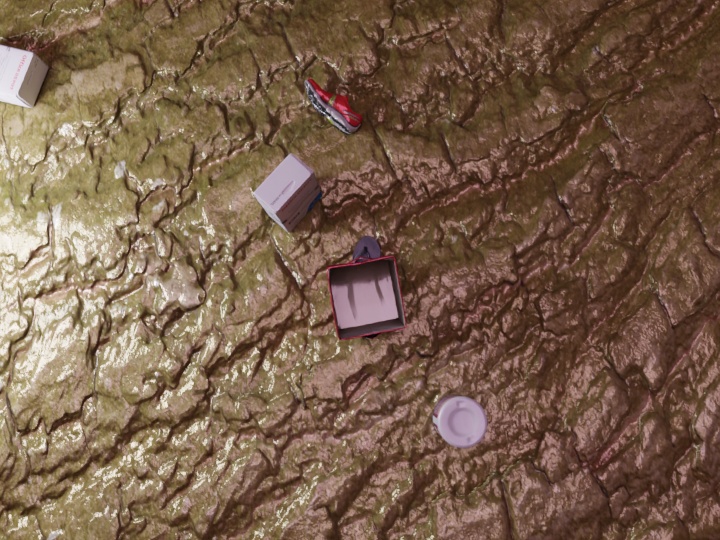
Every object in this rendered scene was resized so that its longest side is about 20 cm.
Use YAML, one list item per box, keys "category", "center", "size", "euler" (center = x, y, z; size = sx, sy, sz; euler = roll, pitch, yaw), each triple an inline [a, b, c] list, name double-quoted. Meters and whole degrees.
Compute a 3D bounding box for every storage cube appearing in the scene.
- category: "storage cube"
  center: [0.009, 0.064, 1.418]
  size: [0.169, 0.180, 0.202]
  euler: [-10, 93, -3]

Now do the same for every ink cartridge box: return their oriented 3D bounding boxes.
- category: "ink cartridge box"
  center: [-1.054, -0.580, 1.667]
  size: [0.198, 0.083, 0.148]
  euler: [15, 80, 6]
- category: "ink cartridge box"
  center: [-0.186, -0.200, 1.490]
  size: [0.084, 0.200, 0.146]
  euler: [40, 83, 9]

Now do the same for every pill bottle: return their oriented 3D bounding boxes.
- category: "pill bottle"
  center: [0.234, 0.359, 1.360]
  size: [0.113, 0.200, 0.115]
  euler: [0, 80, 3]

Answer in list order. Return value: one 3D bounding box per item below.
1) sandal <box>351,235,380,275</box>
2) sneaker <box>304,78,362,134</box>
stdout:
- category: "sandal"
  center: [0.000, 0.001, 1.521]
  size: [0.075, 0.043, 0.202]
  euler: [20, 81, 6]
- category: "sneaker"
  center: [-0.076, -0.477, 1.610]
  size: [0.200, 0.077, 0.085]
  euler: [44, 79, -1]
